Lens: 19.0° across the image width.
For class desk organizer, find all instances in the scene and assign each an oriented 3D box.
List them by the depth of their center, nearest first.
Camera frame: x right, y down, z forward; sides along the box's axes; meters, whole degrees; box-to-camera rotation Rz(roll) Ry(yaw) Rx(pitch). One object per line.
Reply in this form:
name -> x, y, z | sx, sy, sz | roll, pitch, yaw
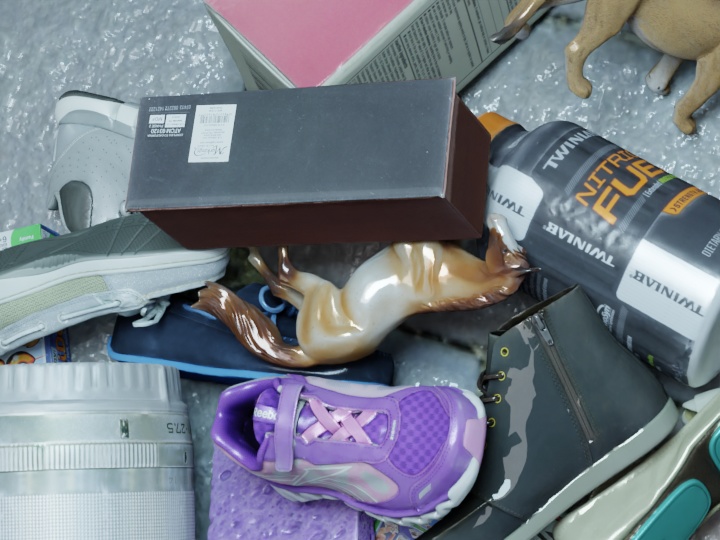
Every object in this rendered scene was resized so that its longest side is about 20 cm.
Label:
desk organizer -> -0.029, -0.059, 1.252 | 0.198, 0.077, 0.072 | -2, 71, 22

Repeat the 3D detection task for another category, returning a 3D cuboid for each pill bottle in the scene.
pill bottle -> 0.142, -0.021, 1.291 | 0.199, 0.106, 0.107 | 30, 88, 23

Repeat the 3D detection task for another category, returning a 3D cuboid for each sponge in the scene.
sponge -> -0.044, 0.180, 1.327 | 0.111, 0.030, 0.202 | -9, 67, 28

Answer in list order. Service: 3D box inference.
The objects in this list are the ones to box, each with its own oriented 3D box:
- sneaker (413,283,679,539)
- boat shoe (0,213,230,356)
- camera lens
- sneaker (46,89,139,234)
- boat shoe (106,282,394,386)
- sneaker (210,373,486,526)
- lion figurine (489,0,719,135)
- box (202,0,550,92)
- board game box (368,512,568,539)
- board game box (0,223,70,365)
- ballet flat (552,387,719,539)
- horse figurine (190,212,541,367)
sneaker -> 0.077, 0.101, 1.254 | 0.199, 0.075, 0.107 | -37, 93, 1
boat shoe -> -0.169, 0.011, 1.375 | 0.200, 0.075, 0.065 | -12, 111, 19
camera lens -> -0.180, 0.162, 1.320 | 0.158, 0.160, 0.202 | -4, 83, 18
sneaker -> -0.125, -0.046, 1.417 | 0.199, 0.075, 0.117 | 13, 87, 31
boat shoe -> -0.072, 0.038, 1.365 | 0.198, 0.084, 0.069 | 8, 81, 19
sneaker -> -0.014, 0.095, 1.242 | 0.199, 0.088, 0.081 | -3, 66, 48
lion figurine -> 0.183, -0.157, 1.287 | 0.123, 0.199, 0.073 | -55, 40, 32
box -> 0.019, -0.173, 1.340 | 0.200, 0.128, 0.109 | -43, 65, -8
board game box -> 0.089, 0.203, 1.298 | 0.199, 0.029, 0.135 | 25, 85, 23
board game box -> -0.294, 0.056, 1.463 | 0.198, 0.034, 0.137 | -13, 73, 15
ballet flat -> 0.194, 0.111, 1.258 | 0.200, 0.070, 0.070 | -39, 67, -10
horse figurine -> 0.000, 0.000, 1.291 | 0.199, 0.050, 0.133 | -32, 70, 13
